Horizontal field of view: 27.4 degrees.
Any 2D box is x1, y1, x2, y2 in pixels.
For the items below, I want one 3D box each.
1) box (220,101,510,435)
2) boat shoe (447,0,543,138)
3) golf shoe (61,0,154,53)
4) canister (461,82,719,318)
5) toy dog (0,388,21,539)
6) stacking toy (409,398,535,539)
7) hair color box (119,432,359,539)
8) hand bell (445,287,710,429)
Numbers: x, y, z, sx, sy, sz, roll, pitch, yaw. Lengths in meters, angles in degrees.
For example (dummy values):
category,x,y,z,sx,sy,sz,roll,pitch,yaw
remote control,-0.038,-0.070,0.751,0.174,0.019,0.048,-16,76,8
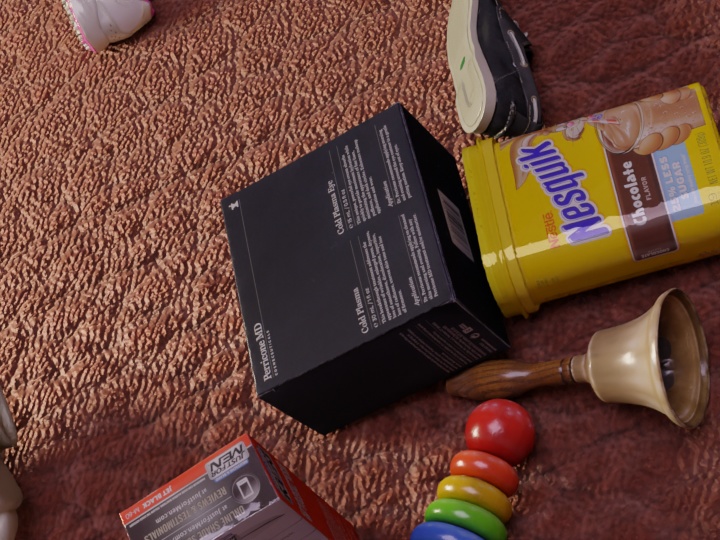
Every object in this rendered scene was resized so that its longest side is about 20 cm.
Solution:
category,x,y,z,sx,sy,sz,roll,pitch,yaw
box,0.000,0.000,1.203,0.182,0.104,0.200,-26,55,19
boat shoe,0.117,-0.196,1.312,0.068,0.072,0.200,5,51,-15
golf shoe,-0.275,-0.326,1.503,0.091,0.075,0.200,-21,94,-2
canister,0.194,-0.058,1.182,0.200,0.087,0.149,-16,59,12
toy dog,-0.402,0.188,1.277,0.200,0.140,0.194,-24,93,8
stacking toy,0.078,0.186,1.106,0.085,0.085,0.200,9,62,27
hair color box,-0.076,0.206,1.082,0.111,0.200,0.064,-32,56,3
hand bell,0.157,0.078,1.138,0.200,0.104,0.104,-9,59,33
